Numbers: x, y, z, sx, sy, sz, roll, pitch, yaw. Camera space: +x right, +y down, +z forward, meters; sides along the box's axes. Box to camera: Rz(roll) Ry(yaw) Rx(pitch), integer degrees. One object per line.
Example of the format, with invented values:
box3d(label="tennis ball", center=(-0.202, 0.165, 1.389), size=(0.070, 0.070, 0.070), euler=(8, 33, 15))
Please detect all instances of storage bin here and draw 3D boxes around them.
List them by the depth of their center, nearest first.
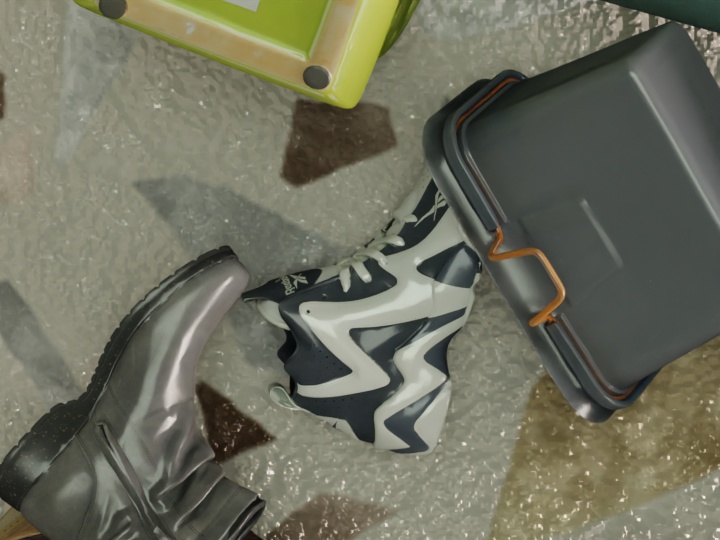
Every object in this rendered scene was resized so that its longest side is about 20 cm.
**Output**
box3d(label="storage bin", center=(0.147, -0.034, 1.411), size=(0.134, 0.146, 0.200), euler=(-28, 97, 35))

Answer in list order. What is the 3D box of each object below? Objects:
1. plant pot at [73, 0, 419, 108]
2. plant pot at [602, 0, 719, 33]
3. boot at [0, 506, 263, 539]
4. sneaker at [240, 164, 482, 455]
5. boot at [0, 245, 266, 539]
box3d(label="plant pot", center=(-0.045, -0.215, 1.391), size=(0.199, 0.182, 0.200), euler=(21, 123, -1))
box3d(label="plant pot", center=(0.196, -0.220, 1.427), size=(0.196, 0.200, 0.201), euler=(11, 90, 8))
box3d(label="boot", center=(-0.149, 0.201, 1.482), size=(0.166, 0.072, 0.200), euler=(40, 87, 2))
box3d(label="sneaker", center=(0.000, 0.000, 1.476), size=(0.129, 0.079, 0.200), euler=(12, 100, -7))
box3d(label="boot", center=(-0.100, 0.096, 1.441), size=(0.132, 0.070, 0.200), euler=(39, 89, 15))
